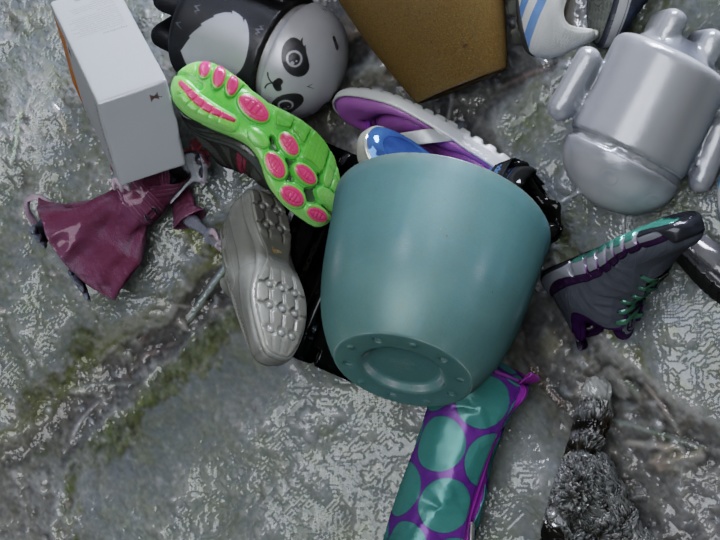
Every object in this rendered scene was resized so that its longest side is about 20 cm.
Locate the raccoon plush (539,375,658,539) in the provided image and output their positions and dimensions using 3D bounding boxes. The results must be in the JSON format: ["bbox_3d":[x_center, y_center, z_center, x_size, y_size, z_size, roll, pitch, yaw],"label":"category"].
[{"bbox_3d":[0.240,0.203,1.625,0.133,0.097,0.201,14,88,12],"label":"raccoon plush"}]

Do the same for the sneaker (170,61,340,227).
[{"bbox_3d":[-0.096,-0.121,1.728,0.200,0.084,0.077,44,76,-1],"label":"sneaker"}]

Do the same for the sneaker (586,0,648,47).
[{"bbox_3d":[0.296,-0.288,1.668,0.077,0.145,0.203,-108,27,-48],"label":"sneaker"}]

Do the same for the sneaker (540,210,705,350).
[{"bbox_3d":[0.247,0.010,1.622,0.200,0.074,0.088,-27,85,57],"label":"sneaker"}]

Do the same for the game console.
[{"bbox_3d":[0.000,0.000,1.767,0.176,0.116,0.201,26,92,50],"label":"game console"}]

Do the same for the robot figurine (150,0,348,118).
[{"bbox_3d":[-0.108,-0.224,1.773,0.199,0.150,0.125,26,79,20],"label":"robot figurine"}]

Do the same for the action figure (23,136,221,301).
[{"bbox_3d":[-0.223,-0.064,1.828,0.200,0.134,0.149,-41,29,-3],"label":"action figure"}]

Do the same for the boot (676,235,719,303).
[{"bbox_3d":[0.383,-0.011,1.620,0.200,0.070,0.132,37,86,18],"label":"boot"}]

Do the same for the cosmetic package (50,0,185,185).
[{"bbox_3d":[-0.238,-0.184,1.774,0.071,0.102,0.200,-19,41,-11],"label":"cosmetic package"}]

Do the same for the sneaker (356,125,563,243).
[{"bbox_3d":[0.098,-0.080,1.653,0.200,0.077,0.111,40,136,-17],"label":"sneaker"}]

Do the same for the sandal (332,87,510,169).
[{"bbox_3d":[0.055,-0.118,1.724,0.202,0.083,0.050,24,67,19],"label":"sandal"}]

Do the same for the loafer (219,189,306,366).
[{"bbox_3d":[-0.097,0.014,1.731,0.070,0.070,0.201,-42,39,34],"label":"loafer"}]

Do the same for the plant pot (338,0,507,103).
[{"bbox_3d":[0.059,-0.266,1.709,0.186,0.186,0.201,-20,92,16],"label":"plant pot"}]

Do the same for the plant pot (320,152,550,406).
[{"bbox_3d":[0.054,0.021,1.595,0.200,0.201,0.162,5,59,19],"label":"plant pot"}]

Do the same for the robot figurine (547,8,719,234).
[{"bbox_3d":[0.256,-0.135,1.644,0.169,0.113,0.201,27,92,-4],"label":"robot figurine"}]

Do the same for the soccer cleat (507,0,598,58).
[{"bbox_3d":[0.175,-0.299,1.682,0.086,0.070,0.201,-8,97,24],"label":"soccer cleat"}]

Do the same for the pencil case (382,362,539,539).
[{"bbox_3d":[0.091,0.178,1.679,0.092,0.085,0.201,17,89,32],"label":"pencil case"}]

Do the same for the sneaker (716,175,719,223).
[{"bbox_3d":[0.354,-0.109,1.601,0.076,0.081,0.201,4,68,16],"label":"sneaker"}]
